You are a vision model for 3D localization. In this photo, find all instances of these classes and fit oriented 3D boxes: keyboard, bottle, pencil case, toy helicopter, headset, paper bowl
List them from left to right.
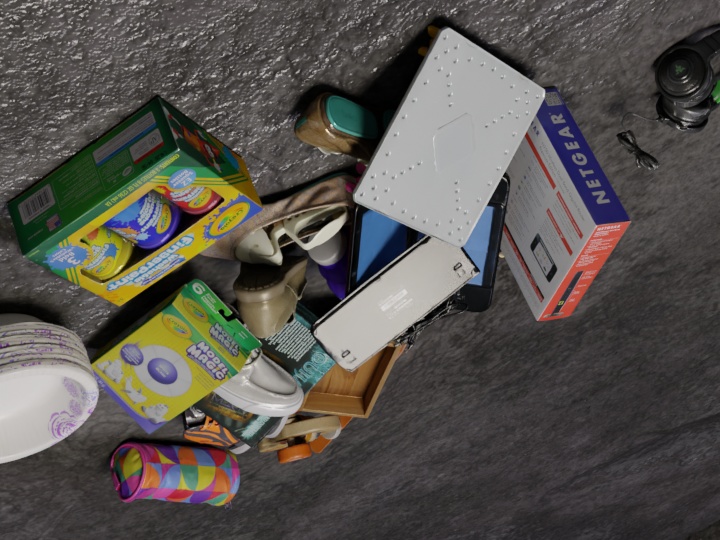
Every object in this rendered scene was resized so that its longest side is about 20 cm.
[{"bbox_3d":[-0.402,0.125,1.628,0.199,0.105,0.201,-18,150,-11],"label":"paper bowl"},{"bbox_3d":[-0.257,0.287,2.028,0.088,0.089,0.199,-40,146,26],"label":"pencil case"},{"bbox_3d":[-0.088,0.228,2.052,0.131,0.080,0.200,-10,170,-27],"label":"toy helicopter"},{"bbox_3d":[0.000,0.000,1.768,0.083,0.066,0.200,-36,149,9],"label":"bottle"},{"bbox_3d":[0.043,0.039,1.676,0.199,0.040,0.104,-37,110,3],"label":"keyboard"},{"bbox_3d":[0.389,-0.200,1.708,0.199,0.094,0.124,-34,151,-6],"label":"headset"}]

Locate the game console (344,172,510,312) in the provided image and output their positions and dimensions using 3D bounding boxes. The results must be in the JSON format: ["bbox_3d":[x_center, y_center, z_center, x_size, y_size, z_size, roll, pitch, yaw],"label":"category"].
[{"bbox_3d":[0.076,-0.015,1.678,0.171,0.119,0.201,9,126,4],"label":"game console"}]

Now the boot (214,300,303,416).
[{"bbox_3d":[-0.149,0.099,1.734,0.199,0.074,0.096,24,132,-7],"label":"boot"}]

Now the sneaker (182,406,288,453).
[{"bbox_3d":[-0.171,0.186,1.902,0.111,0.078,0.200,11,144,-29],"label":"sneaker"}]

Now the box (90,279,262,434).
[{"bbox_3d":[-0.217,0.100,1.695,0.200,0.048,0.117,-36,105,31],"label":"box"}]

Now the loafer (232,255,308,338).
[{"bbox_3d":[-0.104,0.026,1.645,0.075,0.068,0.200,2,-168,10],"label":"loafer"}]

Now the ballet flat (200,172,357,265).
[{"bbox_3d":[-0.086,-0.046,1.626,0.199,0.068,0.068,-25,151,0],"label":"ballet flat"}]

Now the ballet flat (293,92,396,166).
[{"bbox_3d":[0.005,-0.139,1.558,0.072,0.068,0.199,-21,159,39],"label":"ballet flat"}]

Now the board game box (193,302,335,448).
[{"bbox_3d":[-0.125,0.119,1.809,0.135,0.028,0.200,38,116,-12],"label":"board game box"}]

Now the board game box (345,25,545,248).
[{"bbox_3d":[0.093,-0.140,1.555,0.199,0.026,0.201,21,100,-49],"label":"board game box"}]

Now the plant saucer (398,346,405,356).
[{"bbox_3d":[-0.032,0.109,1.958,0.199,0.032,0.201,-19,151,-11],"label":"plant saucer"}]

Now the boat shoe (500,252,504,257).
[{"bbox_3d":[0.166,-0.047,1.823,0.199,0.060,0.072,11,135,-47],"label":"boat shoe"}]

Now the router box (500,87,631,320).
[{"bbox_3d":[0.214,-0.075,1.669,0.048,0.201,0.180,-8,147,-25],"label":"router box"}]

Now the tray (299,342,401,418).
[{"bbox_3d":[-0.016,0.127,1.892,0.098,0.037,0.200,7,147,-10],"label":"tray"}]

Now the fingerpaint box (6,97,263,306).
[{"bbox_3d":[-0.227,-0.064,1.484,0.199,0.074,0.167,-32,150,13],"label":"fingerpaint box"}]
